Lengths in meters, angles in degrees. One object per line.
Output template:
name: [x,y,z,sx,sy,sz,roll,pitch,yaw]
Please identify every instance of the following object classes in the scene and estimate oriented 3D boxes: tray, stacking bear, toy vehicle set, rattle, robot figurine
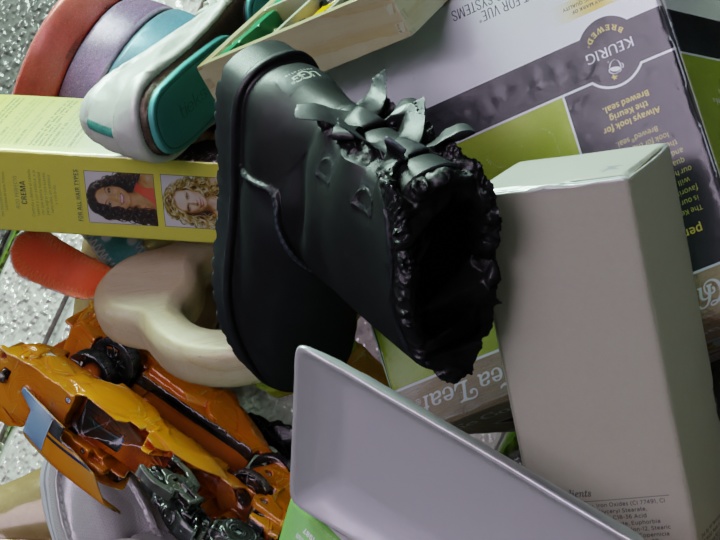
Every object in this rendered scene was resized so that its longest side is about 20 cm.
tray: [0.053,0.110,1.262,0.199,0.108,0.022,30,49,24]
stacking bear: [-0.083,-0.074,1.566,0.199,0.114,0.122,30,58,13]
toy vehicle set: [0.014,-0.152,1.431,0.124,0.027,0.200,-19,18,36]
rattle: [-0.075,0.037,1.512,0.199,0.143,0.131,-1,57,25]
robot figurine: [-0.096,0.097,1.497,0.200,0.145,0.058,36,118,14]

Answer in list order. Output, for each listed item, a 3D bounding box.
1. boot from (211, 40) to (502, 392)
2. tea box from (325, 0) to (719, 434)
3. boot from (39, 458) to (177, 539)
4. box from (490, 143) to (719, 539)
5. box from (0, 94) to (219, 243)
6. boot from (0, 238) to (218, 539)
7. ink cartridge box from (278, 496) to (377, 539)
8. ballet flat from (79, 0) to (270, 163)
boot: [0.001,0.000,1.290,0.162,0.073,0.199,36,139,46]
tea box: [0.105,-0.039,1.390,0.199,0.133,0.198,-22,77,28]
boot: [-0.113,0.166,1.488,0.073,0.096,0.201,-28,76,-7]
box: [0.112,0.050,1.275,0.082,0.068,0.201,-5,103,26]
box: [-0.134,-0.054,1.492,0.199,0.075,0.050,3,117,15]
boot: [-0.162,0.075,1.613,0.174,0.066,0.201,3,75,20]
ink cartridge box: [0.013,0.223,1.368,0.145,0.084,0.201,41,126,39]
ballet flat: [-0.076,-0.114,1.483,0.069,0.200,0.070,19,126,28]
